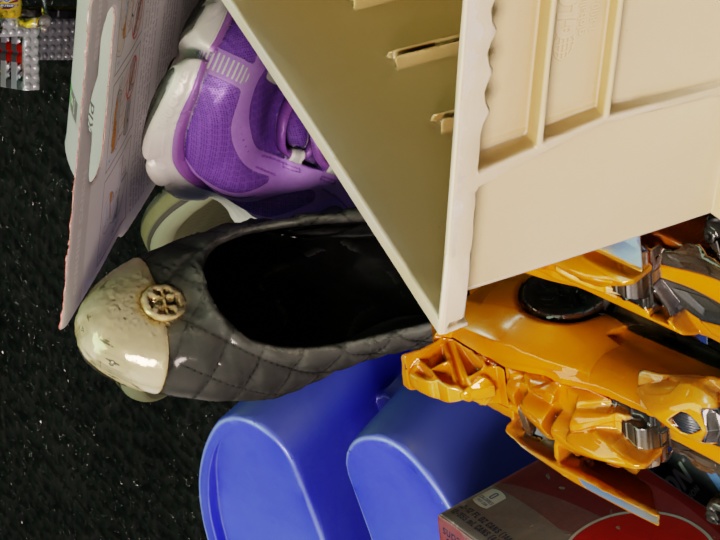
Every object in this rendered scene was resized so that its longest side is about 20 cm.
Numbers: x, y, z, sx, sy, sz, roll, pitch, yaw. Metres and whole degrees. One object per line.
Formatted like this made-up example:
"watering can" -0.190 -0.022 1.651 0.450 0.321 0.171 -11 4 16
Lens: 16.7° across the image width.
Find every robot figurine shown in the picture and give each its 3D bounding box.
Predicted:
"robot figurine" 0.096 0.027 0.717 0.199 0.058 0.146 25 139 38

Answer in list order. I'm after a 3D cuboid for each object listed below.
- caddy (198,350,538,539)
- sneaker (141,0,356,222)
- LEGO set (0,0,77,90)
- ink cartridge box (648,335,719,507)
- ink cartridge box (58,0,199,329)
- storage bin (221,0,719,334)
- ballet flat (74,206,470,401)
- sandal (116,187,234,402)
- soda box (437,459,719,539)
"caddy" 0.027 0.105 0.911 0.141 0.105 0.201 6 118 39
"sneaker" -0.014 -0.042 0.891 0.083 0.200 0.081 19 77 25
"LEGO set" -0.138 -0.136 1.001 0.116 0.199 0.155 13 96 51
"ink cartridge box" 0.146 0.094 0.787 0.201 0.039 0.100 60 144 26
"ink cartridge box" -0.088 -0.098 0.861 0.050 0.200 0.162 13 121 8
"storage bin" 0.024 -0.131 0.643 0.199 0.093 0.200 92 155 -43
"ballet flat" 0.000 0.000 0.833 0.057 0.199 0.067 110 146 -60
"sandal" -0.054 0.000 1.037 0.057 0.080 0.201 46 148 15
"soda box" 0.110 0.128 0.750 0.200 0.070 0.064 34 140 47
